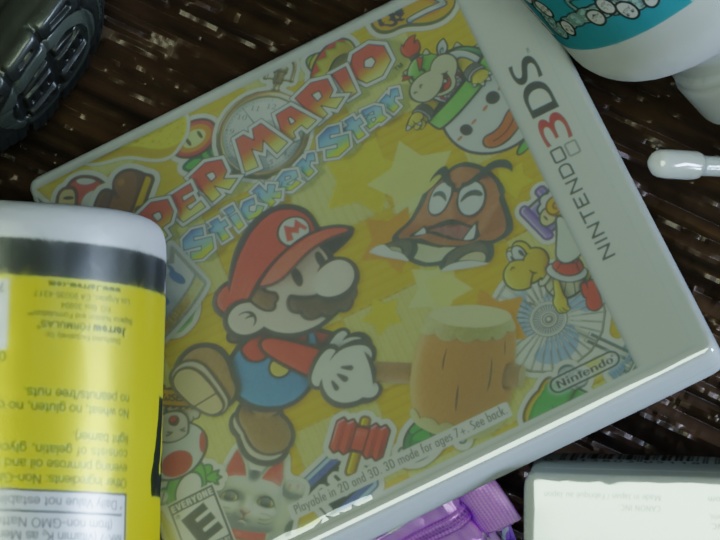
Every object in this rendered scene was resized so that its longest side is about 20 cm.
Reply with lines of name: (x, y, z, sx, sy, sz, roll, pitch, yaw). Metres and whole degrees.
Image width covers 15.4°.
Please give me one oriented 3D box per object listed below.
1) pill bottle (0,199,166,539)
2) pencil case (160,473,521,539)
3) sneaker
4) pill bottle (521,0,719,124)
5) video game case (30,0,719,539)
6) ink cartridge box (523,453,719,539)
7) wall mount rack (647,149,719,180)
pill bottle: (-0.122, 0.081, 0.882, 0.114, 0.114, 0.200, 1, 84, 3)
pencil case: (-0.038, 0.121, 0.956, 0.200, 0.086, 0.084, -36, 98, 3)
sneaker: (-0.182, -0.047, 0.964, 0.091, 0.076, 0.200, 36, 81, 14)
pill bottle: (0.085, -0.141, 0.907, 0.111, 0.111, 0.200, -44, 113, 4)
video game case: (0.000, 0.000, 0.937, 0.200, 0.023, 0.182, -26, 62, 5)
ink cartridge box: (0.136, 0.165, 0.908, 0.162, 0.050, 0.200, 1, 97, 9)
wall mount rack: (0.191, 0.021, 0.945, 0.174, 0.075, 0.200, 1, 92, 12)
